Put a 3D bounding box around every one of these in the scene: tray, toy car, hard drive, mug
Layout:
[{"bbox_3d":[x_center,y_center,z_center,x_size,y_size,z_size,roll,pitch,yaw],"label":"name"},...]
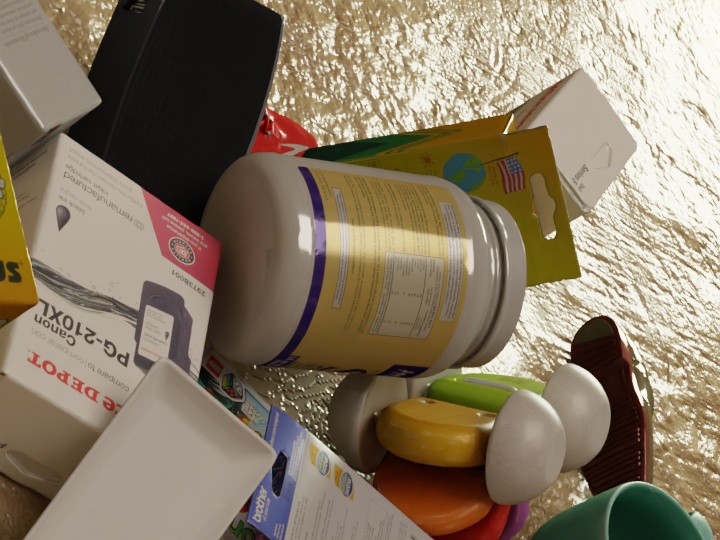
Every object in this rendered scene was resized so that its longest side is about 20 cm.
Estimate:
[{"bbox_3d":[-0.145,0.159,1.179,0.107,0.022,0.200,44,75,-29],"label":"tray"},{"bbox_3d":[0.080,0.141,1.465,0.200,0.174,0.151,-21,117,-59],"label":"toy car"},{"bbox_3d":[-0.129,-0.111,1.379,0.135,0.042,0.201,24,83,-39],"label":"hard drive"},{"bbox_3d":[0.207,0.259,1.550,0.185,0.114,0.153,21,49,-43],"label":"mug"}]

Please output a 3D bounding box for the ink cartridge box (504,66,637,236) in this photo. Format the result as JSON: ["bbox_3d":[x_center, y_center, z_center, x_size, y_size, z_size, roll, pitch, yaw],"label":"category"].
[{"bbox_3d":[0.108,-0.064,1.591,0.084,0.200,0.146,53,35,-8],"label":"ink cartridge box"}]

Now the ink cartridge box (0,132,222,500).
[{"bbox_3d":[-0.178,0.038,1.259,0.145,0.084,0.200,35,42,-30],"label":"ink cartridge box"}]

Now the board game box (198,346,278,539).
[{"bbox_3d":[-0.066,0.164,1.349,0.200,0.035,0.126,46,37,-18],"label":"board game box"}]

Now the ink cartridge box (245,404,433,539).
[{"bbox_3d":[-0.010,0.194,1.326,0.200,0.042,0.120,45,31,-24],"label":"ink cartridge box"}]

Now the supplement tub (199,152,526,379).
[{"bbox_3d":[0.000,0.000,1.372,0.199,0.145,0.146,7,58,-31],"label":"supplement tub"}]

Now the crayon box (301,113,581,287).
[{"bbox_3d":[0.061,-0.042,1.487,0.051,0.199,0.127,-61,140,-63],"label":"crayon box"}]

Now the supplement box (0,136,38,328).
[{"bbox_3d":[-0.282,0.008,1.051,0.109,0.200,0.110,7,59,-48],"label":"supplement box"}]

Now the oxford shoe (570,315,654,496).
[{"bbox_3d":[0.235,0.135,1.719,0.075,0.070,0.201,35,42,-39],"label":"oxford shoe"}]

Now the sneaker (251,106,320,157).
[{"bbox_3d":[-0.096,-0.116,1.477,0.200,0.085,0.077,23,49,-41],"label":"sneaker"}]

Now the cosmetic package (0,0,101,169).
[{"bbox_3d":[-0.269,-0.161,1.282,0.200,0.102,0.074,57,36,-4],"label":"cosmetic package"}]
